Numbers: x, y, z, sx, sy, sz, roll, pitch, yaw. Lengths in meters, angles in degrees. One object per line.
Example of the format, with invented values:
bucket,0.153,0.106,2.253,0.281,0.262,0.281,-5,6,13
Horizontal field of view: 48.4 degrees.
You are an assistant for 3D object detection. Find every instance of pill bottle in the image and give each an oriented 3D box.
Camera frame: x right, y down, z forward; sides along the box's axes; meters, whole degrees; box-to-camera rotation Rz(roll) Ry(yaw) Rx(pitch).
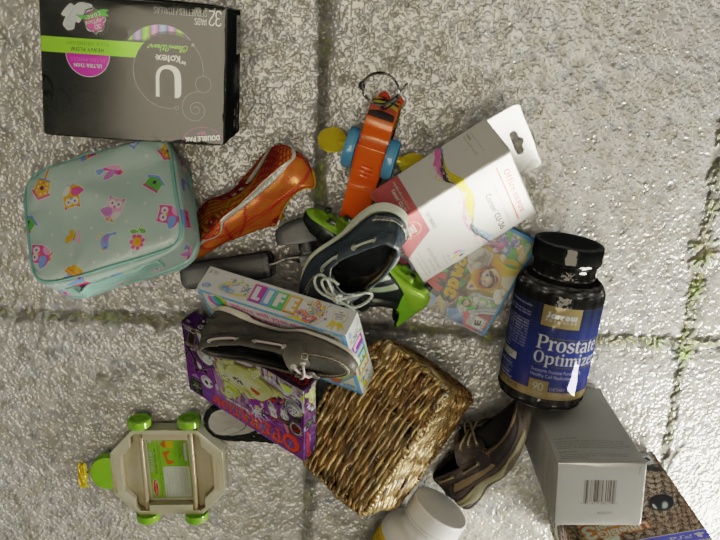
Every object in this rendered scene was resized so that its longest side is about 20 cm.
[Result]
pill bottle,0.240,0.060,0.995,0.110,0.112,0.203,6,107,-2
pill bottle,0.059,0.400,1.095,0.110,0.111,0.201,28,104,-8

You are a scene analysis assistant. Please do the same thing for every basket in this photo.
basket,0.029,0.198,1.041,0.142,0.149,0.201,35,92,23

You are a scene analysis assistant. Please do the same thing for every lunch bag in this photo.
lunch bag,-0.294,-0.056,0.944,0.197,0.077,0.162,-16,75,6

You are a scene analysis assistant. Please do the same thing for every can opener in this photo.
can opener,-0.128,-0.024,1.001,0.197,0.053,0.068,-8,94,2

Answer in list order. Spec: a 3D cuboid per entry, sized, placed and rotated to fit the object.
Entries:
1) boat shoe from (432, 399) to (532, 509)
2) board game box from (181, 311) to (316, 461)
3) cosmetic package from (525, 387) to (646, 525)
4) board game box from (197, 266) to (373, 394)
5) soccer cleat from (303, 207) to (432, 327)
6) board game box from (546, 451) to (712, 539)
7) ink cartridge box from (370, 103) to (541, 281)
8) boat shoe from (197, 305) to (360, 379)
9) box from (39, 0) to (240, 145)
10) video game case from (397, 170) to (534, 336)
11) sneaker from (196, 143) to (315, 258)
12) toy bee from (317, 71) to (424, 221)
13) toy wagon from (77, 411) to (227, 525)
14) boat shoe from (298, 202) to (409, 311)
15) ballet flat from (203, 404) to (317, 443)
boat shoe,0.154,0.237,1.045,0.073,0.075,0.201,27,124,-2
board game box,-0.139,0.141,0.988,0.198,0.032,0.121,24,135,27
cosmetic package,0.272,0.223,0.997,0.106,0.200,0.086,0,106,2
board game box,-0.087,0.072,0.958,0.198,0.034,0.135,17,148,21
soccer cleat,0.000,0.000,0.968,0.199,0.068,0.081,36,107,-24
board game box,0.338,0.339,1.032,0.157,0.200,0.098,-11,107,2
ink cartridge box,0.126,-0.089,0.929,0.199,0.068,0.117,-33,137,5
boat shoe,-0.096,0.096,0.906,0.198,0.057,0.067,15,149,25
box,-0.241,-0.226,0.900,0.197,0.124,0.151,3,106,-2
video game case,0.107,-0.021,1.018,0.198,0.018,0.144,27,105,-8
sneaker,-0.138,-0.068,0.977,0.199,0.073,0.077,-33,131,19
toy bee,0.027,-0.155,0.944,0.130,0.109,0.200,34,131,-10
toy wagon,-0.284,0.269,1.092,0.197,0.040,0.157,0,106,1
boat shoe,-0.013,0.005,0.896,0.074,0.062,0.200,30,134,-23
ballet flat,-0.111,0.202,1.075,0.197,0.057,0.067,9,92,-10
